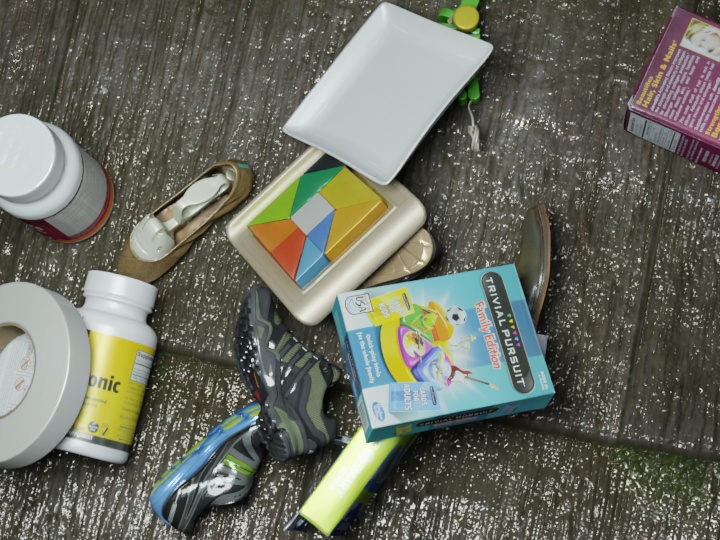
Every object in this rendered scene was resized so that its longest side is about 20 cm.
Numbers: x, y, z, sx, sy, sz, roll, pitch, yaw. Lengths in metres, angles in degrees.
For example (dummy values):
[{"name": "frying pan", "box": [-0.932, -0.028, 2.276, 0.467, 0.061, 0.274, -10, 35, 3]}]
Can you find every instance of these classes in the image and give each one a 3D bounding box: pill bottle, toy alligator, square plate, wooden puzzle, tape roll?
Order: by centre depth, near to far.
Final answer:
[{"name": "tape roll", "box": [-0.378, 0.112, 1.601, 0.201, 0.037, 0.205, -11, 70, 30]}, {"name": "wooden puzzle", "box": [-0.045, -0.056, 1.650, 0.185, 0.037, 0.200, -43, 46, -2]}, {"name": "pill bottle", "box": [-0.290, 0.107, 1.654, 0.110, 0.111, 0.202, 12, 80, 9]}, {"name": "pill bottle", "box": [-0.353, -0.103, 1.656, 0.108, 0.200, 0.111, -1, 79, 7]}, {"name": "square plate", "box": [0.031, -0.199, 1.671, 0.199, 0.028, 0.200, -52, 45, -7]}, {"name": "toy alligator", "box": [0.110, -0.233, 1.693, 0.054, 0.059, 0.202, 0, 79, 7]}]

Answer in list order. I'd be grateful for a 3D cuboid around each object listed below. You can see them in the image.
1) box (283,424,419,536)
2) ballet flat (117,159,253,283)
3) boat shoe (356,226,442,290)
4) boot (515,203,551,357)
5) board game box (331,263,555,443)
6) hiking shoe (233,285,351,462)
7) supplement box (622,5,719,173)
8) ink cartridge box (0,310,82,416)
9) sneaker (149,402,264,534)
[{"name": "box", "box": [0.002, 0.212, 1.590, 0.048, 0.122, 0.201, 36, 86, 11]}, {"name": "ballet flat", "box": [-0.207, -0.060, 1.695, 0.199, 0.072, 0.068, -38, 78, -1]}, {"name": "boat shoe", "box": [0.000, 0.000, 1.661, 0.199, 0.065, 0.073, -18, 72, 22]}, {"name": "boot", "box": [0.160, 0.023, 1.631, 0.096, 0.075, 0.202, 3, 82, 5]}, {"name": "board game box", "box": [0.085, 0.084, 1.538, 0.198, 0.047, 0.152, -10, 66, -13]}, {"name": "hiking shoe", "box": [-0.075, 0.109, 1.613, 0.100, 0.076, 0.202, -6, 67, -25]}, {"name": "supplement box", "box": [0.405, -0.181, 1.623, 0.199, 0.103, 0.132, 26, 84, 10]}, {"name": "ink cartridge box", "box": [-0.389, 0.114, 1.661, 0.199, 0.050, 0.164, 8, 79, 32]}, {"name": "sneaker", "box": [-0.141, 0.215, 1.645, 0.199, 0.071, 0.083, -40, 101, -5]}]
